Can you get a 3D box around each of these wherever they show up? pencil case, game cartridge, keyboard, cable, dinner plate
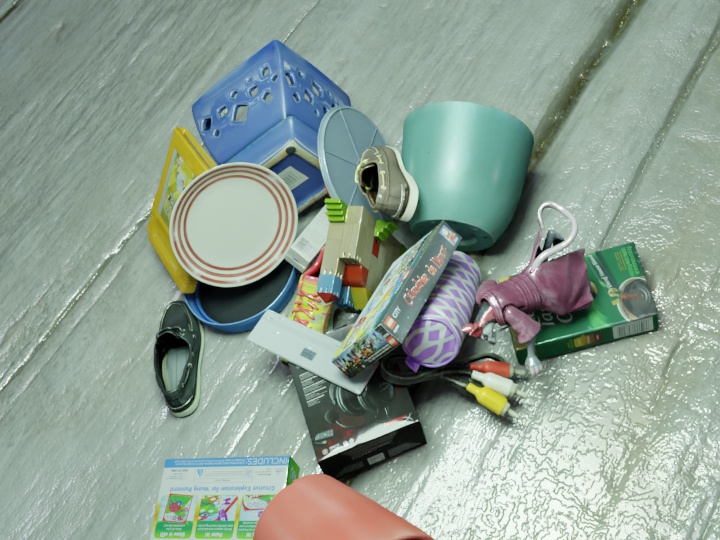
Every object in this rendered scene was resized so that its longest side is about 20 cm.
[{"bbox_3d":[0.111,0.050,1.257,0.085,0.084,0.201,-39,10,30],"label":"pencil case"},{"bbox_3d":[-0.280,-0.096,1.461,0.177,0.032,0.203,48,124,42],"label":"game cartridge"},{"bbox_3d":[-0.068,0.110,1.278,0.197,0.011,0.057,22,69,28],"label":"keyboard"},{"bbox_3d":[0.127,0.130,1.230,0.196,0.051,0.098,20,52,-3],"label":"cable"},{"bbox_3d":[-0.190,-0.069,1.385,0.198,0.202,0.024,-34,35,-5],"label":"dinner plate"}]

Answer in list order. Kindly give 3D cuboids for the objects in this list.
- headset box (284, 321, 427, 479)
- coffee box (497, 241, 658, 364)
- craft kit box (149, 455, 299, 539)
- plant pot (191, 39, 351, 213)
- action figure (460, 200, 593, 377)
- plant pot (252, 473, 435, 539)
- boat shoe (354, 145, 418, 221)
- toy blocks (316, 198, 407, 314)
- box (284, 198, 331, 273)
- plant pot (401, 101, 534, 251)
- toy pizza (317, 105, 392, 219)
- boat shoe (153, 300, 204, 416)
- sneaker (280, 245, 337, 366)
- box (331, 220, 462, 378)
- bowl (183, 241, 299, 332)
[{"bbox_3d":[-0.011,0.166,1.277,0.146,0.078,0.203,-20,55,0],"label":"headset box"},{"bbox_3d":[0.296,0.045,1.266,0.196,0.044,0.125,-15,55,11],"label":"coffee box"},{"bbox_3d":[-0.189,0.355,1.248,0.195,0.049,0.201,-5,54,18],"label":"craft kit box"},{"bbox_3d":[-0.129,-0.207,1.475,0.198,0.199,0.183,-31,55,25],"label":"plant pot"},{"bbox_3d":[0.214,0.031,1.185,0.198,0.151,0.134,-27,45,-25],"label":"action figure"},{"bbox_3d":[-0.027,0.352,1.106,0.201,0.202,0.176,-46,45,-13],"label":"plant pot"},{"bbox_3d":[0.027,-0.133,1.326,0.058,0.073,0.201,10,26,-20],"label":"boat shoe"},{"bbox_3d":[0.000,0.000,1.331,0.098,0.200,0.140,2,73,26],"label":"toy blocks"},{"bbox_3d":[-0.047,-0.079,1.441,0.041,0.039,0.201,37,56,-1],"label":"box"},{"bbox_3d":[0.146,-0.124,1.347,0.196,0.201,0.165,4,72,22],"label":"plant pot"},{"bbox_3d":[-0.007,-0.154,1.423,0.031,0.199,0.204,-16,51,35],"label":"toy pizza"},{"bbox_3d":[-0.287,0.121,1.421,0.073,0.066,0.203,-13,55,12],"label":"boat shoe"},{"bbox_3d":[-0.073,0.046,1.374,0.077,0.091,0.203,15,67,25],"label":"sneaker"},{"bbox_3d":[0.049,0.038,1.224,0.038,0.136,0.201,40,52,-8],"label":"box"},{"bbox_3d":[-0.188,0.007,1.475,0.196,0.040,0.204,-10,55,15],"label":"bowl"}]
